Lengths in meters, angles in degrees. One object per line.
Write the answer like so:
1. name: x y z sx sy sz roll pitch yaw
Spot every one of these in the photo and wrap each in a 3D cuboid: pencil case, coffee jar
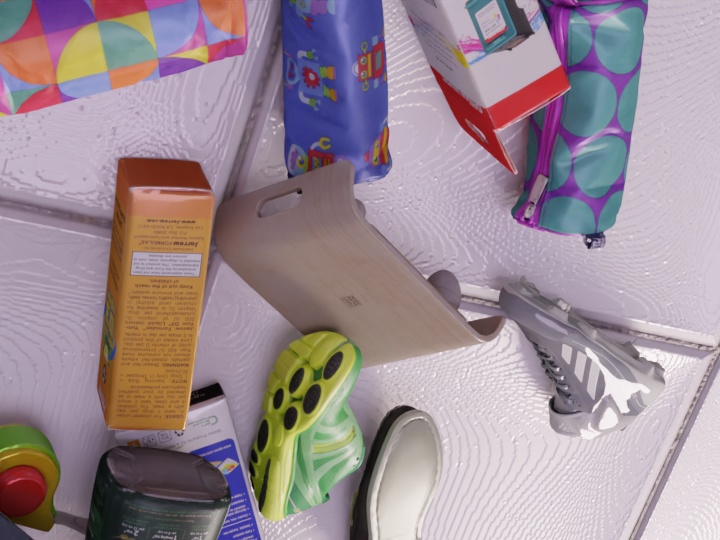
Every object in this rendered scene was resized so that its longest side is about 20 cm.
1. pencil case: -0.022 -0.158 0.969 0.078 0.086 0.201 -33 129 -44
2. pencil case: 0.168 -0.124 1.045 0.092 0.085 0.201 -19 122 -40
3. coffee jar: -0.176 0.243 1.056 0.104 0.085 0.201 11 107 -25
4. pencil case: -0.175 -0.166 0.910 0.199 0.088 0.089 -14 118 -12

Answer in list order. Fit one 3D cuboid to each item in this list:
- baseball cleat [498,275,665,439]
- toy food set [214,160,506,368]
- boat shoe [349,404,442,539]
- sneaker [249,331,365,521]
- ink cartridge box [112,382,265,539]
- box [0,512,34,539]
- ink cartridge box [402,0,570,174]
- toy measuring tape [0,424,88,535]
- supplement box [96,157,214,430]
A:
1. baseball cleat: 0.179 0.087 1.159 0.199 0.070 0.107 30 102 -27
2. toy food set: 0.000 0.000 1.028 0.143 0.061 0.200 -14 134 40
3. boat shoe: 0.023 0.200 1.164 0.071 0.061 0.203 -8 117 -28
4. sneaker: -0.034 0.122 1.097 0.083 0.074 0.201 -4 136 -28
5. ink cartridge box: -0.135 0.198 1.116 0.094 0.037 0.201 -17 112 -11
6. box: -0.323 0.198 0.998 0.200 0.157 0.051 50 50 -30
7. ink cartridge box: 0.082 -0.181 0.970 0.067 0.116 0.201 -30 121 -4
8. toy measuring tape: -0.240 0.167 1.060 0.199 0.074 0.074 26 104 -37
9. supplement box: -0.156 0.020 1.014 0.068 0.067 0.201 0 114 -19
